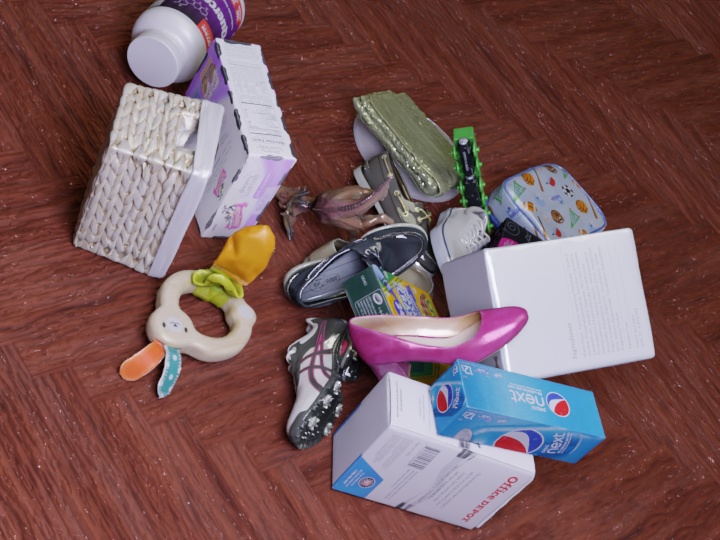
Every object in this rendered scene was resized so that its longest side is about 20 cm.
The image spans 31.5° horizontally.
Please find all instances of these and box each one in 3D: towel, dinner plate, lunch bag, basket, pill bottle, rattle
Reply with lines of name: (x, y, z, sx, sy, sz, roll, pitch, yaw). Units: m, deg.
towel: (0.079, -0.194, 1.916, 0.200, 0.036, 0.148, 49, 29, 11)
dinner plate: (0.081, -0.190, 1.975, 0.200, 0.024, 0.200, 21, 44, -21)
lunch bag: (0.289, -0.081, 1.990, 0.200, 0.076, 0.160, -25, 73, -48)
basket: (-0.257, -0.111, 1.530, 0.123, 0.200, 0.136, 19, 45, -15)
pill bottle: (-0.248, -0.339, 1.799, 0.112, 0.112, 0.200, 35, 42, -5)
rattle: (-0.182, 0.048, 1.493, 0.200, 0.143, 0.130, -33, 95, -54)

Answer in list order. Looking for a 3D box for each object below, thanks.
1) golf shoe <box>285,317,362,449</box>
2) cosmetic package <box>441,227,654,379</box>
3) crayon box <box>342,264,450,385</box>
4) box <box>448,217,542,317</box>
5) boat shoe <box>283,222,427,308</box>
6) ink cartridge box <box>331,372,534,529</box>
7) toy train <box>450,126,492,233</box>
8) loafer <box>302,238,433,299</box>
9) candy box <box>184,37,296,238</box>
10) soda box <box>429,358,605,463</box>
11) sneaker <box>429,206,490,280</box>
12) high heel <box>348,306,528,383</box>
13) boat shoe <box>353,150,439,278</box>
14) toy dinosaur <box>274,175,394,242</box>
golf shoe: (-0.057, 0.136, 1.566, 0.088, 0.077, 0.200, 15, 44, 14)
cosmetic package: (0.232, 0.049, 1.600, 0.200, 0.167, 0.167, -9, 86, -16)
crayon box: (0.062, 0.078, 1.631, 0.200, 0.052, 0.126, 28, 36, -60)
box: (0.209, 0.050, 1.787, 0.132, 0.115, 0.200, 33, 43, -9)
boat shoe: (-0.001, -0.002, 1.640, 0.199, 0.075, 0.066, -17, 18, -6)
ink cartridge box: (0.085, 0.220, 1.523, 0.200, 0.146, 0.086, 20, 43, -22)
toy train: (0.164, -0.129, 1.876, 0.042, 0.200, 0.056, -6, 49, 10)
loafer: (0.021, 0.006, 1.722, 0.200, 0.068, 0.076, 11, 49, -29)
candy box: (-0.170, -0.169, 1.664, 0.071, 0.168, 0.200, 3, 53, -32)
soda box: (0.182, 0.165, 1.482, 0.200, 0.064, 0.068, 15, 46, -26)
sneaker: (0.143, -0.046, 1.795, 0.200, 0.071, 0.073, -74, 143, -62)
high heel: (0.088, 0.062, 1.469, 0.096, 0.200, 0.067, 60, 21, -29)
boat shoe: (0.063, -0.082, 1.823, 0.202, 0.060, 0.072, 59, 14, 21)
toy dinosaur: (-0.037, -0.083, 1.702, 0.135, 0.200, 0.086, 8, 80, -29)
